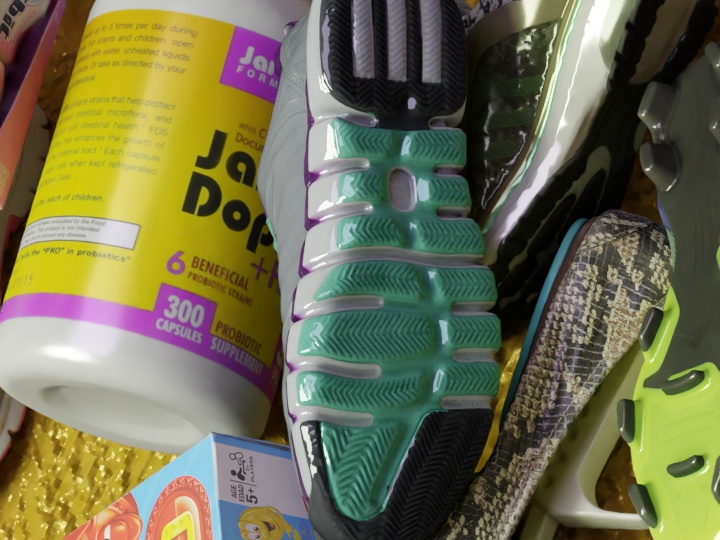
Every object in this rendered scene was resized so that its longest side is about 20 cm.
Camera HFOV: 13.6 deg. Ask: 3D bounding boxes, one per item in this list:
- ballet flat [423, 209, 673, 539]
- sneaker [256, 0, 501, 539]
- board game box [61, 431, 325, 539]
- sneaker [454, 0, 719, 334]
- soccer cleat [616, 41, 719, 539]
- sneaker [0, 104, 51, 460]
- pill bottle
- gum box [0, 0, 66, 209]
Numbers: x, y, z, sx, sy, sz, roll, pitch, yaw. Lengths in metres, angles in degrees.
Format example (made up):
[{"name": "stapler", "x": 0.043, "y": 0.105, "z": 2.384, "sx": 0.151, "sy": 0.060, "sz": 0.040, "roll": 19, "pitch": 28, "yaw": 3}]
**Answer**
[{"name": "ballet flat", "x": 0.065, "y": 0.076, "z": 1.023, "sx": 0.075, "sy": 0.068, "sz": 0.201, "roll": 26, "pitch": 81, "yaw": 22}, {"name": "sneaker", "x": 0.000, "y": 0.000, "z": 1.026, "sx": 0.087, "sy": 0.074, "sz": 0.201, "roll": 155, "pitch": 120, "yaw": -65}, {"name": "board game box", "x": -0.076, "y": 0.186, "z": 1.017, "sx": 0.196, "sy": 0.056, "sz": 0.201, "roll": -37, "pitch": 49, "yaw": 42}, {"name": "sneaker", "x": 0.052, "y": -0.059, "z": 1.059, "sx": 0.088, "sy": 0.077, "sz": 0.201, "roll": 36, "pitch": 105, "yaw": 28}, {"name": "soccer cleat", "x": 0.131, "y": 0.015, "z": 0.980, "sx": 0.065, "sy": 0.083, "sz": 0.201, "roll": -31, "pitch": 40, "yaw": 40}, {"name": "sneaker", "x": -0.183, "y": 0.003, "z": 1.194, "sx": 0.081, "sy": 0.088, "sz": 0.201, "roll": -12, "pitch": 62, "yaw": 27}, {"name": "pill bottle", "x": -0.062, "y": -0.040, "z": 1.118, "sx": 0.104, "sy": 0.104, "sz": 0.201, "roll": 3, "pitch": 70, "yaw": 33}, {"name": "gum box", "x": -0.207, "y": -0.078, "z": 1.153, "sx": 0.199, "sy": 0.066, "sz": 0.114, "roll": -6, "pitch": 55, "yaw": 33}]
